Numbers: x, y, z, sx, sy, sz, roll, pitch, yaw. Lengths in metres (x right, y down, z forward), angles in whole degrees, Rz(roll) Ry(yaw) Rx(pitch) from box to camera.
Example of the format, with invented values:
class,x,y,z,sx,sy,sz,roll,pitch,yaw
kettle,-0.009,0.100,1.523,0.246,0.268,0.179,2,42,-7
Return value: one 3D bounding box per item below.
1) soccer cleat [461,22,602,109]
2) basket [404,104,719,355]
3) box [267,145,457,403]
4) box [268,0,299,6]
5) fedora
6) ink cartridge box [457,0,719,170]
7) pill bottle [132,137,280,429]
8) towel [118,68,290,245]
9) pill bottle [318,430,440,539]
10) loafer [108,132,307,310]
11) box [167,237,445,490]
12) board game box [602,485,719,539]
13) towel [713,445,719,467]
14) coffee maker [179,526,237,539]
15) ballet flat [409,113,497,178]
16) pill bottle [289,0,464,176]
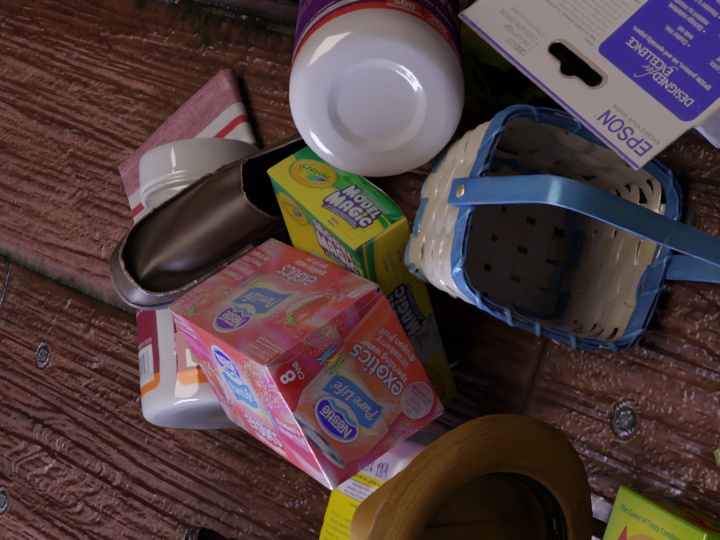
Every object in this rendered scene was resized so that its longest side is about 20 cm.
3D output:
class,x,y,z,sx,sy,sz,roll,pitch,yaw
soccer cleat,0.128,-0.159,1.406,0.199,0.065,0.084,3,52,51
basket,0.130,-0.026,1.272,0.200,0.175,0.140,11,82,58
box,0.000,0.000,1.401,0.048,0.201,0.117,-31,43,-17
box,-0.116,-0.282,1.579,0.181,0.199,0.105,16,90,48
fedora,0.058,0.172,1.277,0.082,0.200,0.202,17,92,47
ink cartridge box,0.193,-0.165,1.278,0.200,0.043,0.198,-39,49,-4
pill bottle,-0.114,0.010,1.542,0.114,0.114,0.202,-19,70,42
towel,-0.122,-0.044,1.657,0.144,0.023,0.201,-39,56,31
pill bottle,0.019,0.210,1.376,0.109,0.109,0.202,17,92,47
loafer,-0.094,-0.046,1.463,0.199,0.071,0.073,-35,80,-13
box,-0.040,0.057,1.372,0.094,0.103,0.200,-33,22,-15
board game box,0.169,0.242,1.235,0.101,0.047,0.202,25,99,65
towel,0.295,0.129,1.160,0.149,0.036,0.201,-50,48,25
coffee maker,-0.128,0.299,1.487,0.200,0.192,0.135,-39,59,12
ballet flat,0.026,-0.106,1.484,0.199,0.063,0.069,19,93,48
pill bottle,0.012,-0.153,1.361,0.113,0.112,0.200,-50,18,25
